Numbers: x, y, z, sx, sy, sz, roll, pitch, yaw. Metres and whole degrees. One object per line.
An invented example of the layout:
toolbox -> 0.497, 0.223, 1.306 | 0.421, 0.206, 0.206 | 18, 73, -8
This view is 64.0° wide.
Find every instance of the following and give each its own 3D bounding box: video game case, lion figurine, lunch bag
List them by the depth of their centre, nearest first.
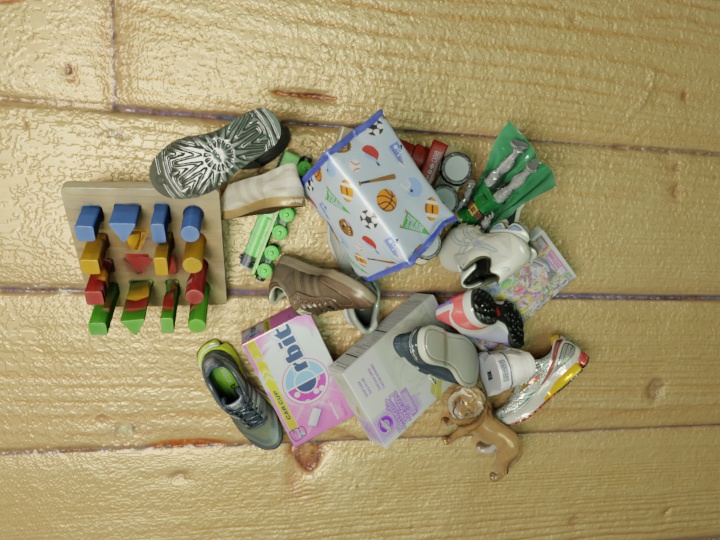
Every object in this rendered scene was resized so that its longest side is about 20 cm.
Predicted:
lunch bag -> 0.008, -0.083, 0.755 | 0.123, 0.199, 0.171 | -39, 94, -25
video game case -> 0.243, 0.038, 0.930 | 0.200, 0.018, 0.143 | -43, 130, 11
lion figurine -> 0.212, 0.268, 0.962 | 0.198, 0.073, 0.123 | 34, 125, -15

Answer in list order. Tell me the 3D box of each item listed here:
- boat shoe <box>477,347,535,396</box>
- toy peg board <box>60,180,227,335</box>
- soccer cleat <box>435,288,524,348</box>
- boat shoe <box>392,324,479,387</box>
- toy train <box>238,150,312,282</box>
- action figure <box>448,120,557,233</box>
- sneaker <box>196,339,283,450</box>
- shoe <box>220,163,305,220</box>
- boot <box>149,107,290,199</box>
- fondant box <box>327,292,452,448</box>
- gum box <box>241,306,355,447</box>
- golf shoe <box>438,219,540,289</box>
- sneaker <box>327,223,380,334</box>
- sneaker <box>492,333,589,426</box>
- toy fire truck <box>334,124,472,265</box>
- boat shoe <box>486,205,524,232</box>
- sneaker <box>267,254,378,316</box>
boat shoe -> 0.229, 0.154, 0.905 | 0.068, 0.200, 0.073 | -12, 76, -1
toy peg board -> -0.284, -0.005, 0.772 | 0.195, 0.099, 0.202 | -1, 130, -10
soccer cleat -> 0.193, 0.079, 0.893 | 0.198, 0.072, 0.070 | 25, 57, -47
boat shoe -> 0.119, 0.132, 0.866 | 0.199, 0.061, 0.077 | 25, 64, -51
toy train -> -0.127, -0.082, 0.863 | 0.055, 0.042, 0.204 | 23, 97, -5
action figure -> 0.191, -0.107, 0.866 | 0.054, 0.201, 0.120 | -11, 63, -33
sneaker -> -0.187, 0.205, 0.889 | 0.073, 0.081, 0.202 | -35, 106, -2
shoe -> -0.140, -0.103, 0.784 | 0.069, 0.198, 0.055 | -12, 96, -42
boot -> -0.172, -0.153, 0.753 | 0.178, 0.200, 0.074 | -23, 106, -4
fondant box -> 0.064, 0.153, 0.908 | 0.199, 0.058, 0.146 | -37, 108, -23
gum box -> -0.093, 0.166, 0.907 | 0.112, 0.066, 0.203 | -26, 106, -6
golf shoe -> 0.161, -0.016, 0.840 | 0.097, 0.199, 0.079 | -44, 103, -23
sneaker -> 0.000, 0.000, 0.878 | 0.074, 0.092, 0.205 | -14, 104, -9
sneaker -> 0.296, 0.193, 0.998 | 0.200, 0.078, 0.082 | -46, 74, 8
toy fire truck -> 0.050, -0.123, 0.861 | 0.196, 0.129, 0.180 | 23, 92, 4
boat shoe -> 0.220, -0.077, 0.921 | 0.065, 0.075, 0.204 | 12, 115, 11
sneaker -> -0.058, 0.037, 0.828 | 0.070, 0.198, 0.077 | 32, 79, -45
